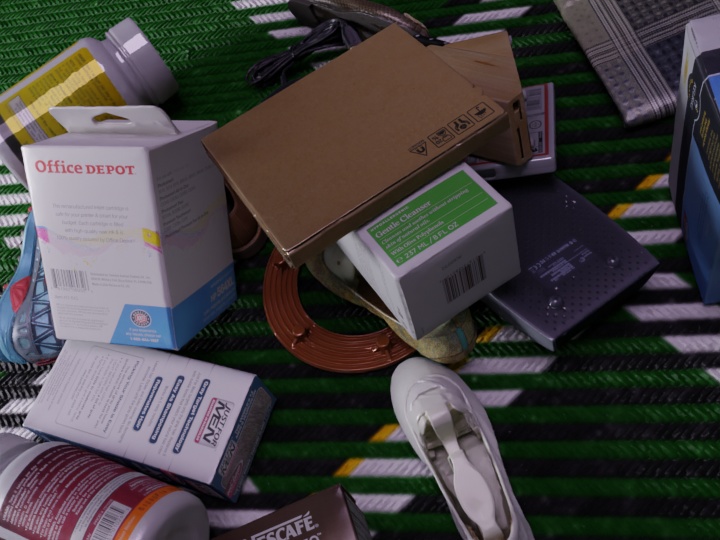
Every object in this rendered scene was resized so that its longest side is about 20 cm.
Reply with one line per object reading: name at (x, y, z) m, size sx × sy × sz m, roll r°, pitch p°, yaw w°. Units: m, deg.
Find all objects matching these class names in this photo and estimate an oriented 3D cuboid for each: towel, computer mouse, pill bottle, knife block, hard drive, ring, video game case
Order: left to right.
pill bottle at (-0.231, 0.204, 0.699) m, size 0.198 × 0.110 × 0.110 m, roll 14°, pitch 65°, yaw 24°
pill bottle at (-0.308, -0.183, 0.951) m, size 0.199 × 0.115 × 0.114 m, roll -37°, pitch 57°, yaw -7°
computer mouse at (-0.045, -0.180, 0.908) m, size 0.139 × 0.046 × 0.201 m, roll -29°, pitch 45°, yaw 13°
ring at (0.000, 0.000, 0.806) m, size 0.198 × 0.019 × 0.202 m, roll -8°, pitch 57°, yaw 12°
knife block at (0.063, -0.158, 0.805) m, size 0.173 × 0.064 × 0.201 m, roll -12°, pitch 36°, yaw 11°
video game case at (0.085, -0.124, 0.819) m, size 0.198 × 0.018 × 0.144 m, roll -6°, pitch 37°, yaw 17°
hard drive at (0.141, -0.023, 0.749) m, size 0.134 × 0.043 × 0.200 m, roll -32°, pitch 53°, yaw -18°
towel at (0.314, -0.244, 0.856) m, size 0.191 × 0.035 × 0.202 m, roll -21°, pitch 58°, yaw 7°

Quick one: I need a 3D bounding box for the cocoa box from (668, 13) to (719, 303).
cocoa box at (0.318, -0.084, 0.651) m, size 0.132 × 0.201 × 0.133 m, roll -10°, pitch 58°, yaw 10°

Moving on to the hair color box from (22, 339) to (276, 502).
hair color box at (-0.185, 0.126, 0.761) m, size 0.198 × 0.061 × 0.101 m, roll 11°, pitch 64°, yaw 23°

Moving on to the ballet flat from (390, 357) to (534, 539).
ballet flat at (0.076, 0.140, 0.672) m, size 0.069 × 0.070 × 0.201 m, roll -26°, pitch 56°, yaw 0°

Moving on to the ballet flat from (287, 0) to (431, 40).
ballet flat at (0.001, -0.283, 0.950) m, size 0.199 × 0.067 × 0.047 m, roll 26°, pitch 74°, yaw 35°

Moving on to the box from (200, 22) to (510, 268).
box at (-0.009, -0.108, 0.680) m, size 0.199 × 0.021 × 0.164 m, roll -33°, pitch 50°, yaw -9°

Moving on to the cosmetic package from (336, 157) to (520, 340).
cosmetic package at (0.027, -0.054, 0.697) m, size 0.107 × 0.085 × 0.200 m, roll -33°, pitch 51°, yaw -10°

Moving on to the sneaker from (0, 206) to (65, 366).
sneaker at (-0.293, 0.003, 0.869) m, size 0.094 × 0.079 × 0.202 m, roll 9°, pitch 71°, yaw 10°

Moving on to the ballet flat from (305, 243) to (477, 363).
ballet flat at (0.019, 0.005, 0.747) m, size 0.071 × 0.071 × 0.199 m, roll -45°, pitch 58°, yaw -13°

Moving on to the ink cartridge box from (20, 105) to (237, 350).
ink cartridge box at (-0.200, -0.050, 0.769) m, size 0.127 × 0.202 × 0.125 m, roll 4°, pitch 20°, yaw 19°

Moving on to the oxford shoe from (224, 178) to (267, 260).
oxford shoe at (-0.171, -0.094, 0.884) m, size 0.071 × 0.071 × 0.200 m, roll -45°, pitch 56°, yaw -10°

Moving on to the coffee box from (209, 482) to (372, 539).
coffee box at (-0.026, 0.275, 0.612) m, size 0.113 × 0.080 × 0.201 m, roll -23°, pitch 56°, yaw 2°
